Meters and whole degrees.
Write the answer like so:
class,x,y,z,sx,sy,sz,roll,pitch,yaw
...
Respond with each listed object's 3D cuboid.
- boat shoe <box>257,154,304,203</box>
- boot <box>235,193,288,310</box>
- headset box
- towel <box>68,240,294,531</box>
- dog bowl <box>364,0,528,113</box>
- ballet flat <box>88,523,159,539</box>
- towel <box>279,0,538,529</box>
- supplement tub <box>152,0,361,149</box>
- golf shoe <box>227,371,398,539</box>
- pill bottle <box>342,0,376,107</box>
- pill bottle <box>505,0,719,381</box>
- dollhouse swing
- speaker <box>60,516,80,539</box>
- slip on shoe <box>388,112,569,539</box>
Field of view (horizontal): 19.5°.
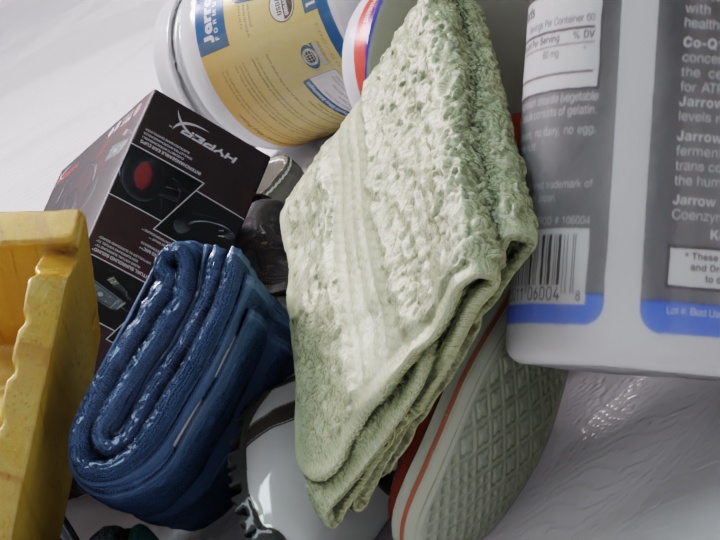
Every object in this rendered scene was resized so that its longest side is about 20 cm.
class,x,y,z,sx,sy,sz,roll,pitch,yaw
boat shoe,-0.098,-0.017,1.289,0.072,0.061,0.202,-13,26,46
boot,0.000,0.000,1.077,0.173,0.069,0.201,-25,29,21
headset box,-0.138,0.028,1.078,0.148,0.075,0.201,-28,37,60
towel,-0.068,0.056,0.895,0.112,0.048,0.200,-62,-10,-7
dog bowl,0.102,-0.093,0.910,0.199,0.201,0.079,-25,20,21
ballet flat,-0.101,0.159,0.819,0.074,0.075,0.200,-32,8,1
towel,0.012,-0.014,0.809,0.149,0.036,0.201,-57,21,31
supplement tub,-0.032,-0.165,1.430,0.199,0.145,0.145,-17,23,40
golf shoe,0.012,0.059,0.868,0.094,0.078,0.200,-22,21,29
pill bottle,0.089,-0.129,1.178,0.199,0.113,0.112,-12,26,48
pill bottle,0.115,-0.062,0.776,0.113,0.202,0.114,5,-3,0
dollhouse swing,-0.212,0.084,0.873,0.182,0.174,0.202,98,-178,-65
speaker,-0.222,0.171,0.966,0.199,0.082,0.081,-33,17,-4
slip on shoe,0.047,0.023,0.834,0.061,0.074,0.202,4,62,29
